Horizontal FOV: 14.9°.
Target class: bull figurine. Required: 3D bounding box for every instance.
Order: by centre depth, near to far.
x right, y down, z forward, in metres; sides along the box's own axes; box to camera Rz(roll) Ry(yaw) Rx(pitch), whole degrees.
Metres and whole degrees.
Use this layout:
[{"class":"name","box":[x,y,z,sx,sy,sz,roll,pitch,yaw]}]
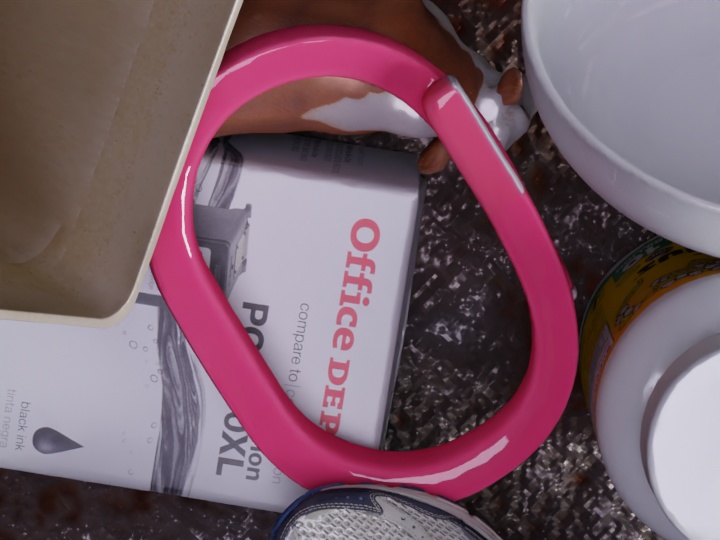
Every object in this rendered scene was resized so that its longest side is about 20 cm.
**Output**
[{"class":"bull figurine","box":[-0.024,-0.095,1.098,0.200,0.122,0.065,-1,144,-13]}]

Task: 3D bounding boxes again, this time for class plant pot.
[{"class":"plant pot","box":[-0.173,-0.110,0.970,0.177,0.200,0.200,27,101,32]}]

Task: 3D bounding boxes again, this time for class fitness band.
[{"class":"fitness band","box":[0.000,0.000,1.066,0.144,0.037,0.200,-28,107,7]}]

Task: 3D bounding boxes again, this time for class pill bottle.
[{"class":"pill bottle","box":[0.146,0.049,1.078,0.113,0.200,0.113,0,99,2]}]

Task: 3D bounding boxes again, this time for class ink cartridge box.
[{"class":"ink cartridge box","box":[-0.080,0.013,1.137,0.200,0.083,0.145,9,100,0]}]

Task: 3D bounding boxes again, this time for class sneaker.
[{"class":"sneaker","box":[0.052,0.149,1.041,0.200,0.085,0.077,36,91,2]}]

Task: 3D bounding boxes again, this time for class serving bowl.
[{"class":"serving bowl","box":[0.159,-0.072,1.085,0.200,0.200,0.066,6,139,1]}]
